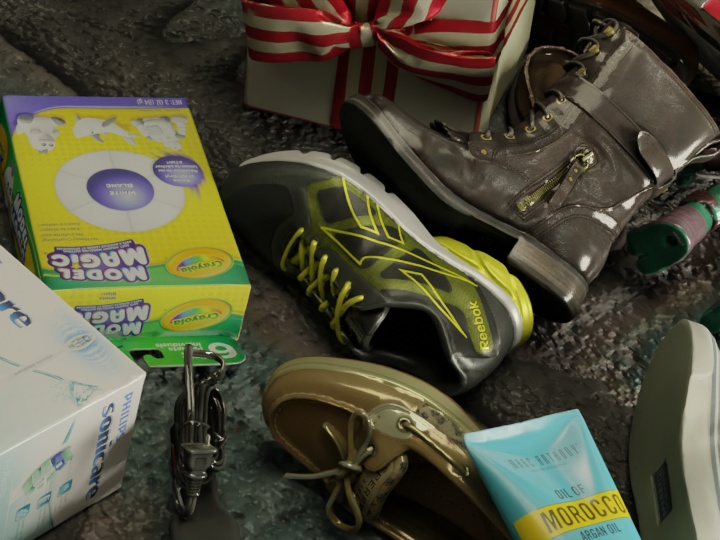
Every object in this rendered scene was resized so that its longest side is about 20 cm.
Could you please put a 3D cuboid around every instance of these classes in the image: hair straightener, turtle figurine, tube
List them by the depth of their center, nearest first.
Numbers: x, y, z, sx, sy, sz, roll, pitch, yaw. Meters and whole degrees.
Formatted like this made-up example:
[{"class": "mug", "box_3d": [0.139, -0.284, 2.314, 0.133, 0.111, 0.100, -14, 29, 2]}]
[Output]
[{"class": "tube", "box_3d": [0.118, 0.159, 0.817, 0.077, 0.050, 0.200, -4, 59, -41]}, {"class": "hair straightener", "box_3d": [-0.070, 0.103, 0.835, 0.041, 0.077, 0.200, 7, 40, -9]}, {"class": "turtle figurine", "box_3d": [0.257, -0.047, 1.120, 0.150, 0.101, 0.200, 31, 47, 16]}]

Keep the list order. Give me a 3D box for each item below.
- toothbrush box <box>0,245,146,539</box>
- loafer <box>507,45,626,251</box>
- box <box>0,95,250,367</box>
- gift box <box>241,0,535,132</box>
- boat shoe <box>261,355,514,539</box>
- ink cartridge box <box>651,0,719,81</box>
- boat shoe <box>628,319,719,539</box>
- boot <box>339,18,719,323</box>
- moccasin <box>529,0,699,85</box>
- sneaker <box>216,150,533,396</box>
[{"class": "toothbrush box", "box_3d": [-0.224, 0.073, 0.808, 0.146, 0.085, 0.200, 39, 42, 24]}, {"class": "loafer", "box_3d": [0.150, -0.095, 1.147, 0.073, 0.071, 0.200, 8, 37, -15]}, {"class": "box", "box_3d": [-0.136, -0.023, 0.983, 0.117, 0.048, 0.200, -2, 44, -21]}, {"class": "gift box", "box_3d": [0.019, -0.200, 1.121, 0.184, 0.200, 0.187, 10, 37, 14]}, {"class": "boat shoe", "box_3d": [0.035, 0.109, 0.869, 0.200, 0.073, 0.063, 26, 40, 8]}, {"class": "ink cartridge box", "box_3d": [0.270, -0.183, 1.202, 0.176, 0.084, 0.200, 52, 9, 36]}, {"class": "boat shoe", "box_3d": [0.192, 0.113, 0.935, 0.071, 0.070, 0.201, 21, 41, -13]}, {"class": "boot", "box_3d": [0.104, -0.084, 1.030, 0.200, 0.069, 0.174, 39, 72, -8]}, {"class": "moccasin", "box_3d": [0.158, -0.190, 1.272, 0.201, 0.074, 0.078, 25, 47, 22]}, {"class": "sneaker", "box_3d": [0.000, 0.000, 0.983, 0.200, 0.075, 0.085, 27, 41, 11]}]
